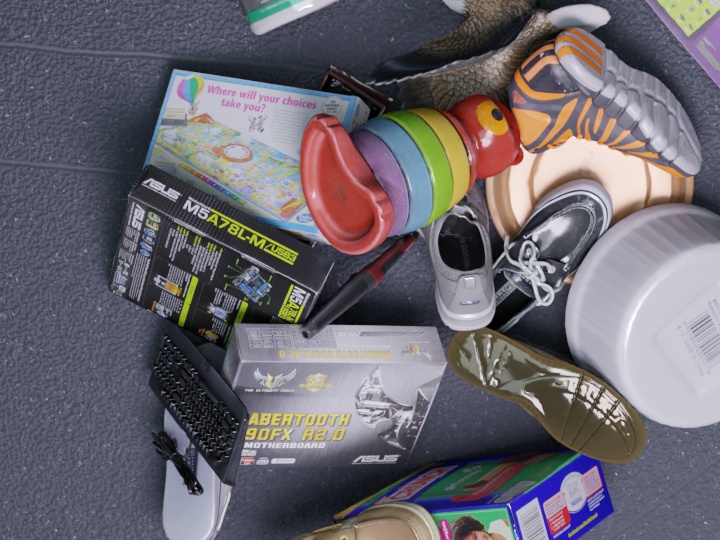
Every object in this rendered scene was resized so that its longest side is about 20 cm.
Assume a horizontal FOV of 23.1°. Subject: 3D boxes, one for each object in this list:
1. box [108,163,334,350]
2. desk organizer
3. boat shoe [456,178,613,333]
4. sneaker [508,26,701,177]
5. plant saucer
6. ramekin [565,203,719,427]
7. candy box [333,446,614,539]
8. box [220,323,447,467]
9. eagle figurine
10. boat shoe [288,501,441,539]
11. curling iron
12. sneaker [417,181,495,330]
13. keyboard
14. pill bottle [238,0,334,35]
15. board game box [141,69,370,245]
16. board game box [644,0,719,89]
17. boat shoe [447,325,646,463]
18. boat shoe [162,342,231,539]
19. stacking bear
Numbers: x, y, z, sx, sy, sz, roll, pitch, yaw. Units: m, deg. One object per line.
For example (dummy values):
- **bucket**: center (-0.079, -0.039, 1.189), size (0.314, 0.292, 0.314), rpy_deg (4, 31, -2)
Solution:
- **box**: center (-0.135, 0.004, 1.646), size (0.192, 0.200, 0.048), rpy_deg (25, 61, 0)
- **desk organizer**: center (-0.048, -0.089, 1.674), size (0.071, 0.077, 0.201), rpy_deg (28, 100, -1)
- **boat shoe**: center (0.159, -0.003, 1.651), size (0.074, 0.068, 0.199), rpy_deg (44, 117, -9)
- **sneaker**: center (0.218, -0.138, 1.624), size (0.200, 0.078, 0.112), rpy_deg (37, 133, -23)
- **plant saucer**: center (0.218, -0.084, 1.680), size (0.199, 0.032, 0.201), rpy_deg (1, 99, 3)
- **ramekin**: center (0.299, 0.047, 1.628), size (0.199, 0.098, 0.202), rpy_deg (-6, 110, -16)
- **candy box**: center (0.106, 0.227, 1.636), size (0.199, 0.169, 0.077), rpy_deg (-13, 96, 37)
- **box**: center (-0.034, 0.119, 1.654), size (0.199, 0.048, 0.159), rpy_deg (2, 137, -18)
- **eagle figurine**: center (0.112, -0.215, 1.618), size (0.151, 0.151, 0.200), rpy_deg (34, 89, -25)
- **boat shoe**: center (-0.014, 0.262, 1.584), size (0.200, 0.066, 0.074), rpy_deg (-27, 89, 40)
- **curling iron**: center (0.000, 0.000, 1.648), size (0.025, 0.200, 0.050), rpy_deg (-11, 120, 47)
- **sneaker**: center (0.091, -0.047, 1.629), size (0.074, 0.082, 0.201), rpy_deg (-10, 56, -8)
- **keyboard**: center (-0.158, 0.142, 1.636), size (0.021, 0.200, 0.128), rpy_deg (4, 110, -28)
- **pill bottle**: center (-0.087, -0.329, 1.617), size (0.113, 0.113, 0.201), rpy_deg (-22, 97, 7)
- **board game box**: center (-0.102, -0.107, 1.637), size (0.199, 0.034, 0.135), rpy_deg (11, 79, 25)
- **board game box**: center (0.368, -0.225, 1.647), size (0.120, 0.032, 0.200), rpy_deg (-40, 96, 14)
- **boat shoe**: center (0.176, 0.107, 1.630), size (0.200, 0.066, 0.072), rpy_deg (28, 105, 6)
- **boat shoe**: center (-0.157, 0.173, 1.734), size (0.073, 0.065, 0.201), rpy_deg (8, 80, 11)
- **stacking bear**: center (0.056, -0.098, 1.560), size (0.199, 0.114, 0.122), rpy_deg (-24, 71, -28)
